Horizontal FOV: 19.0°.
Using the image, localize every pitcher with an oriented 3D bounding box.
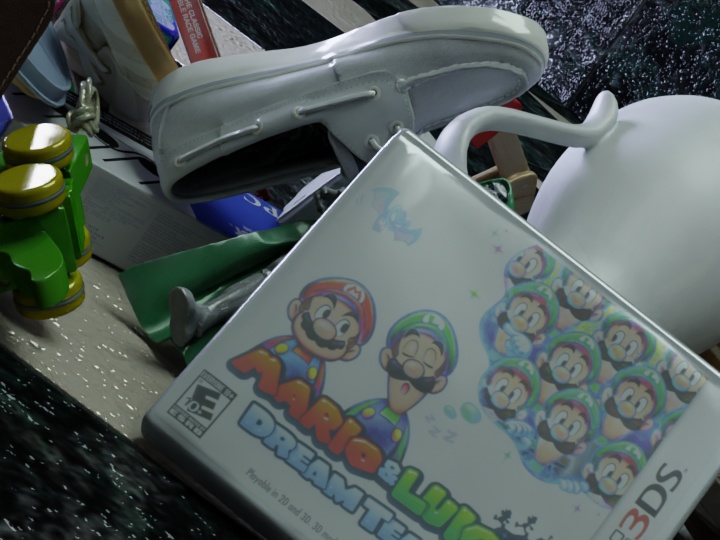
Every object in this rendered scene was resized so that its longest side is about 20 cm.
[{"bbox_3d":[0.118,-0.025,1.030,0.200,0.121,0.173,-39,113,-41],"label":"pitcher"}]

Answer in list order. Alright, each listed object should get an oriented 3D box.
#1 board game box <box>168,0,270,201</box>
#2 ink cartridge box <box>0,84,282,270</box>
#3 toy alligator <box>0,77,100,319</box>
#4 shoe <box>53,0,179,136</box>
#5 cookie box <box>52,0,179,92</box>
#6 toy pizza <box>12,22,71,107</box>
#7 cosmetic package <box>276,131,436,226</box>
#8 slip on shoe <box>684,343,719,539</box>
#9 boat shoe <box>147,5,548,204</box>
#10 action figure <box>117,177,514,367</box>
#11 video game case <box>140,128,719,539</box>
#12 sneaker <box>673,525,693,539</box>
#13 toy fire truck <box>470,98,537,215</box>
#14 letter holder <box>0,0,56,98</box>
[{"bbox_3d":[-0.097,-0.140,1.283,0.103,0.019,0.202,70,1,-85],"label":"board game box"},{"bbox_3d":[-0.113,-0.036,1.084,0.199,0.044,0.094,30,16,-33],"label":"ink cartridge box"},{"bbox_3d":[-0.147,-0.033,0.935,0.054,0.060,0.200,-6,28,1],"label":"toy alligator"},{"bbox_3d":[-0.127,-0.103,1.114,0.070,0.053,0.200,62,-8,11],"label":"shoe"},{"bbox_3d":[-0.216,-0.192,1.305,0.199,0.075,0.171,32,15,-21],"label":"cookie box"},{"bbox_3d":[-0.199,-0.160,1.007,0.201,0.032,0.200,60,4,-6],"label":"toy pizza"},{"bbox_3d":[0.050,0.021,1.131,0.201,0.085,0.108,53,11,-7],"label":"cosmetic package"},{"bbox_3d":[0.167,0.078,1.095,0.075,0.061,0.200,-14,49,-25],"label":"slip on shoe"},{"bbox_3d":[-0.006,-0.074,1.031,0.072,0.198,0.069,75,8,-60],"label":"boat shoe"},{"bbox_3d":[0.000,0.000,1.010,0.199,0.055,0.118,-27,70,-36],"label":"action figure"},{"bbox_3d":[0.041,0.062,0.891,0.199,0.182,0.024,38,-26,7],"label":"video game case"},{"bbox_3d":[0.194,0.128,1.285,0.115,0.075,0.200,40,13,26],"label":"sneaker"},{"bbox_3d":[0.056,-0.030,1.252,0.049,0.141,0.200,45,3,38],"label":"toy fire truck"},{"bbox_3d":[-0.233,-0.113,0.795,0.199,0.143,0.101,26,16,-42],"label":"letter holder"}]
